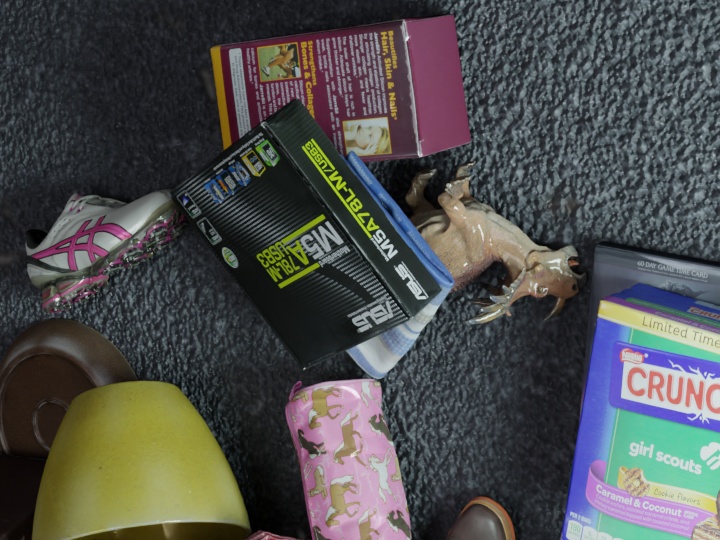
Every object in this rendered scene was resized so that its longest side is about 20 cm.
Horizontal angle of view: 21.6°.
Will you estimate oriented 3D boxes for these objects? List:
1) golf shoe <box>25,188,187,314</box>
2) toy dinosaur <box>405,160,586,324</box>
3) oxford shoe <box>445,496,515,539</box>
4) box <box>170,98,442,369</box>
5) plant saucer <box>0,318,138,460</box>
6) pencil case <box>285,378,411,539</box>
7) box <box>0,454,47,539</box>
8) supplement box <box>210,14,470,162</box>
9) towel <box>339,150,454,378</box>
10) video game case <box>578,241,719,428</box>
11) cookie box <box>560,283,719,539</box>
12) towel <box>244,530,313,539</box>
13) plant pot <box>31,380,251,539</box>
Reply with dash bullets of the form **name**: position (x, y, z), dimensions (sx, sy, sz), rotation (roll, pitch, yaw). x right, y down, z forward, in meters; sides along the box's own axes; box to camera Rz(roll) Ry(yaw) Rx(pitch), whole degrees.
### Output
- **golf shoe**: position (-0.243, -0.035, 1.748), dimensions (0.199, 0.072, 0.093), rotation (-29, 82, 33)
- **toy dinosaur**: position (0.072, -0.012, 1.550), dimensions (0.199, 0.086, 0.137), rotation (-8, 102, 39)
- **oxford shoe**: position (0.078, 0.288, 1.608), dimensions (0.071, 0.072, 0.202), rotation (26, 112, 26)
- **box**: position (-0.049, -0.024, 1.541), dimensions (0.194, 0.047, 0.200), rotation (55, 149, -5)
- **plant saucer**: position (-0.290, 0.149, 1.842), dimensions (0.198, 0.032, 0.203), rotation (6, 102, 31)
- **pencil case**: position (-0.009, 0.191, 1.620), dimensions (0.082, 0.086, 0.202), rotation (-19, 76, 39)
- **box**: position (-0.357, 0.296, 1.791), dimensions (0.163, 0.200, 0.167), rotation (2, 118, 32)
- **supplement box**: position (-0.018, -0.146, 1.573), dimensions (0.198, 0.085, 0.112), rotation (-3, 99, 33)
- **towel**: position (0.000, 0.000, 1.572), dimensions (0.147, 0.024, 0.200), rotation (51, 151, 9)
- **video game case**: position (0.243, 0.088, 1.496), dimensions (0.142, 0.019, 0.202), rotation (12, 107, 30)
- **cookie box**: position (0.255, 0.131, 1.441), dimensions (0.170, 0.075, 0.202), rotation (17, 108, 30)
- **towel**: position (-0.117, 0.255, 1.689), dimensions (0.198, 0.143, 0.023), rotation (-12, 74, 34)
- **plant pot**: position (-0.205, 0.182, 1.715), dimensions (0.199, 0.199, 0.144), rotation (-21, 68, 33)
